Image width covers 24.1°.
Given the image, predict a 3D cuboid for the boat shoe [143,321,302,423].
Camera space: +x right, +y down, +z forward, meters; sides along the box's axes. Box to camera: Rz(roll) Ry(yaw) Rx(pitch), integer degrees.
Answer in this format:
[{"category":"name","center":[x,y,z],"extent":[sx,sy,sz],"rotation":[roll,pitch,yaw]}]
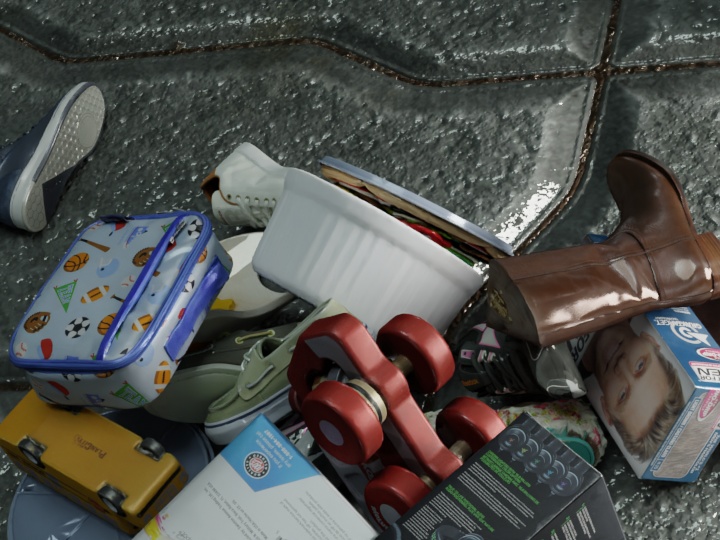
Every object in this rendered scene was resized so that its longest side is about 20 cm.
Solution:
[{"category":"boat shoe","center":[-0.102,0.087,1.520],"extent":[0.201,0.072,0.060],"rotation":[-8,48,-14]}]

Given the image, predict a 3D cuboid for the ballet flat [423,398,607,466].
[{"category":"ballet flat","center":[0.106,0.141,1.409],"extent":[0.199,0.076,0.064],"rotation":[-2,38,11]}]

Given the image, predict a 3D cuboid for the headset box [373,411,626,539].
[{"category":"headset box","center":[0.107,0.228,1.243],"extent":[0.200,0.174,0.093],"rotation":[-39,45,-12]}]

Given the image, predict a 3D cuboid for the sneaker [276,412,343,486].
[{"category":"sneaker","center":[-0.066,0.179,1.449],"extent":[0.200,0.081,0.086],"rotation":[-37,24,-13]}]

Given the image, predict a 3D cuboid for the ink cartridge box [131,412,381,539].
[{"category":"ink cartridge box","center":[-0.081,0.247,1.295],"extent":[0.200,0.146,0.147],"rotation":[-44,59,-5]}]

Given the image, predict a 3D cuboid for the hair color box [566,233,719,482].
[{"category":"hair color box","center":[0.229,0.069,1.385],"extent":[0.060,0.100,0.200],"rotation":[7,34,-29]}]

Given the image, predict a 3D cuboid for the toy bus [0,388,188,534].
[{"category":"toy bus","center":[-0.231,0.167,1.462],"extent":[0.199,0.078,0.065],"rotation":[22,60,36]}]

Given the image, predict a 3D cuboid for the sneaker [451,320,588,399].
[{"category":"sneaker","center":[0.127,0.080,1.406],"extent":[0.086,0.081,0.200],"rotation":[-27,4,-3]}]

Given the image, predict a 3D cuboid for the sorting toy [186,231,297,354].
[{"category":"sorting toy","center":[-0.137,0.024,1.615],"extent":[0.179,0.107,0.200],"rotation":[-26,33,-17]}]

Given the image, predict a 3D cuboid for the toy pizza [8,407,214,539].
[{"category":"toy pizza","center":[-0.220,0.209,1.508],"extent":[0.199,0.032,0.201],"rotation":[-12,47,13]}]

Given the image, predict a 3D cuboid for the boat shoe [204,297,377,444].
[{"category":"boat shoe","center":[-0.068,0.084,1.437],"extent":[0.200,0.062,0.072],"rotation":[-33,9,32]}]

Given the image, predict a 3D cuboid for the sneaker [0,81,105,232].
[{"category":"sneaker","center":[-0.385,-0.139,1.893],"extent":[0.146,0.077,0.203],"rotation":[8,54,28]}]

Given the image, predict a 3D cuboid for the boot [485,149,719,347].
[{"category":"boot","center":[0.174,-0.019,1.360],"extent":[0.199,0.064,0.187],"rotation":[-15,40,-17]}]

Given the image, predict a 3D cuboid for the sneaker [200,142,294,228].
[{"category":"sneaker","center":[-0.094,-0.062,1.692],"extent":[0.085,0.073,0.200],"rotation":[-38,33,-15]}]

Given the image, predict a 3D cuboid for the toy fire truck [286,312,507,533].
[{"category":"toy fire truck","center":[0.010,0.128,1.324],"extent":[0.112,0.200,0.168],"rotation":[-42,12,-30]}]

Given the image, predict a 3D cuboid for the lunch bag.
[{"category":"lunch bag","center":[-0.203,0.028,1.477],"extent":[0.160,0.076,0.200],"rotation":[-2,45,31]}]

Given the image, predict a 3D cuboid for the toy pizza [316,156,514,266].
[{"category":"toy pizza","center":[0.046,-0.048,1.536],"extent":[0.200,0.200,0.032],"rotation":[26,90,40]}]

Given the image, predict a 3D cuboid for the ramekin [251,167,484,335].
[{"category":"ramekin","center":[0.000,0.000,1.495],"extent":[0.200,0.200,0.098],"rotation":[29,87,41]}]

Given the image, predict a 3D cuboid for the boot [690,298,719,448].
[{"category":"boot","center":[0.295,0.064,1.388],"extent":[0.199,0.072,0.167],"rotation":[-4,55,36]}]
